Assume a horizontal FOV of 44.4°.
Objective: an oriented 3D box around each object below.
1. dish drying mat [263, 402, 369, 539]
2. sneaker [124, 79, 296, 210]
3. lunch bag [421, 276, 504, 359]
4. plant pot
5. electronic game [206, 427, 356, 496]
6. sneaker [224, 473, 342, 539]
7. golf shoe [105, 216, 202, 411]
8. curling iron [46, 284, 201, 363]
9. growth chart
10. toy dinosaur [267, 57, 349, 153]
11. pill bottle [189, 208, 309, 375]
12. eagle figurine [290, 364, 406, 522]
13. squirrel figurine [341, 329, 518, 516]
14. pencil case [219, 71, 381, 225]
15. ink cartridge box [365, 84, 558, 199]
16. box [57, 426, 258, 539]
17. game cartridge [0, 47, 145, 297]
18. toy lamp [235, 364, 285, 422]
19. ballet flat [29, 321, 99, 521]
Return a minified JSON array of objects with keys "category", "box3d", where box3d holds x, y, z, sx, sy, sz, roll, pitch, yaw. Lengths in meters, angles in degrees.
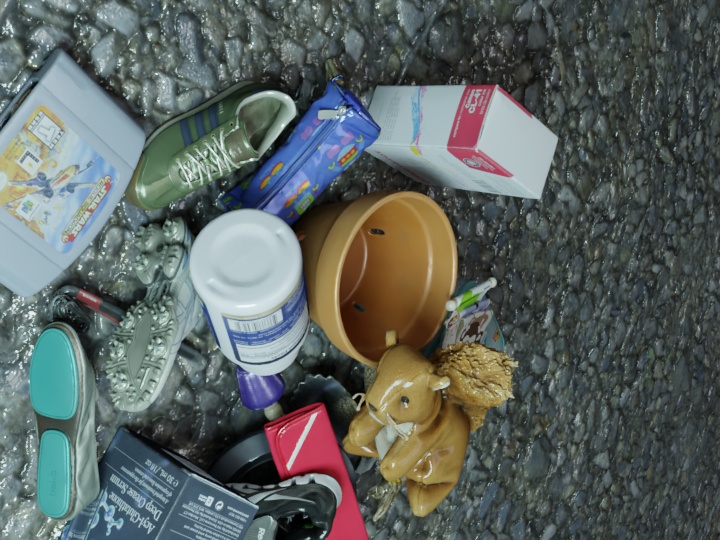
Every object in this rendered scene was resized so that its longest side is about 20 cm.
[{"category":"dish drying mat","box3d":[-0.048,0.251,1.020,0.076,0.018,0.203,-22,112,-14]},{"category":"sneaker","box3d":[-0.147,-0.131,0.903,0.200,0.089,0.068,-44,128,-27]},{"category":"lunch bag","box3d":[0.125,0.115,1.220,0.162,0.076,0.201,-57,142,-23]},{"category":"plant pot","box3d":[0.000,0.000,1.045,0.198,0.139,0.205,-13,109,-42]},{"category":"electronic game","box3d":[-0.098,0.274,1.048,0.196,0.042,0.204,-7,112,-17]},{"category":"sneaker","box3d":[-0.116,0.276,0.958,0.196,0.091,0.068,-11,110,1]},{"category":"golf shoe","box3d":[-0.190,0.051,0.892,0.097,0.077,0.204,45,48,-53]},{"category":"curling iron","box3d":[-0.240,0.062,0.911,0.050,0.026,0.199,-53,140,8]},{"category":"growth chart","box3d":[0.131,0.104,1.128,0.144,0.018,0.204,-29,133,-50]},{"category":"toy dinosaur","box3d":[-0.066,-0.158,1.009,0.088,0.047,0.203,24,87,-51]},{"category":"pill bottle","box3d":[-0.109,0.034,0.919,0.111,0.110,0.201,-50,162,-23]},{"category":"eagle figurine","box3d":[0.013,0.186,1.138,0.202,0.150,0.152,55,15,-5]},{"category":"squirrel figurine","box3d":[0.074,0.138,0.983,0.198,0.141,0.189,-32,138,-20]},{"category":"pencil case","box3d":[-0.065,-0.113,0.949,0.200,0.078,0.087,-46,173,3]},{"category":"ink cartridge box","box3d":[0.117,-0.159,1.075,0.146,0.198,0.087,25,83,-44]},{"category":"box","box3d":[-0.223,0.289,0.896,0.107,0.147,0.203,38,73,-41]},{"category":"game cartridge","box3d":[-0.290,-0.084,0.817,0.133,0.041,0.202,43,70,-37]},{"category":"toy lamp","box3d":[-0.097,0.186,1.057,0.058,0.058,0.203,-39,125,-30]},{"category":"ballet flat","box3d":[-0.287,0.144,0.869,0.064,0.066,0.204,-25,121,-68]}]
